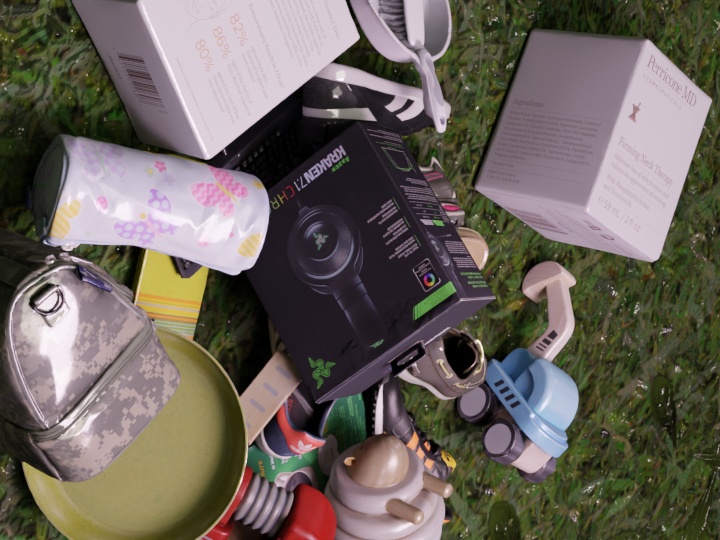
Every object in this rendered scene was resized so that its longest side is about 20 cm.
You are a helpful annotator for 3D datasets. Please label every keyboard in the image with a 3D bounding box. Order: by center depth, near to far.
[{"bbox_3d":[-0.118,-0.097,1.253,0.200,0.020,0.128,-48,134,-32],"label":"keyboard"}]

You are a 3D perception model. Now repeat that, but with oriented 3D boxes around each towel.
[{"bbox_3d":[-0.173,-0.002,1.245,0.086,0.018,0.203,11,92,-52],"label":"towel"}]

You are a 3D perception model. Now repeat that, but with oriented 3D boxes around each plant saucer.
[{"bbox_3d":[-0.194,0.147,1.176,0.031,0.197,0.203,26,81,-88],"label":"plant saucer"}]

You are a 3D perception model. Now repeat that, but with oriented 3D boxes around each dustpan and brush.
[{"bbox_3d":[0.050,-0.227,1.321,0.138,0.057,0.203,3,78,-46],"label":"dustpan and brush"}]

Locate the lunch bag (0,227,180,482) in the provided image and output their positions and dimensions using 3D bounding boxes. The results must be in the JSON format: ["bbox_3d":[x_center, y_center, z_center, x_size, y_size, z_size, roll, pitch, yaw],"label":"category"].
[{"bbox_3d":[-0.256,0.047,1.042,0.140,0.198,0.169,-48,132,-24],"label":"lunch bag"}]

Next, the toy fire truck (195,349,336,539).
[{"bbox_3d":[-0.090,0.197,1.238,0.174,0.129,0.201,28,119,-8],"label":"toy fire truck"}]

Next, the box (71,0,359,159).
[{"bbox_3d":[-0.120,-0.219,1.168,0.200,0.106,0.154,-42,127,-29],"label":"box"}]

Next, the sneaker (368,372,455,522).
[{"bbox_3d":[0.057,0.192,1.465,0.089,0.070,0.203,-6,115,-1],"label":"sneaker"}]

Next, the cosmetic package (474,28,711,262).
[{"bbox_3d":[0.263,-0.143,1.536,0.167,0.165,0.203,26,82,-45],"label":"cosmetic package"}]

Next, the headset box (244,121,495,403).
[{"bbox_3d":[0.000,0.000,1.230,0.202,0.173,0.092,61,22,13],"label":"headset box"}]

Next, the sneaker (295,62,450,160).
[{"bbox_3d":[0.006,-0.135,1.344,0.199,0.073,0.114,9,97,-48],"label":"sneaker"}]

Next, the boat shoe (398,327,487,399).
[{"bbox_3d":[0.100,0.099,1.487,0.201,0.060,0.073,22,62,-60],"label":"boat shoe"}]

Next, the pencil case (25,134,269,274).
[{"bbox_3d":[-0.175,-0.053,1.140,0.198,0.083,0.092,8,64,-30],"label":"pencil case"}]

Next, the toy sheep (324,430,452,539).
[{"bbox_3d":[0.026,0.248,1.371,0.137,0.137,0.203,-27,130,-37],"label":"toy sheep"}]

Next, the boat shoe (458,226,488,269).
[{"bbox_3d":[0.079,-0.002,1.461,0.198,0.064,0.073,-12,110,-45],"label":"boat shoe"}]

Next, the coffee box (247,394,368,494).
[{"bbox_3d":[-0.073,0.203,1.382,0.199,0.044,0.125,-29,120,-37],"label":"coffee box"}]

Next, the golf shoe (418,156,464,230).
[{"bbox_3d":[0.011,-0.071,1.382,0.198,0.077,0.089,-1,67,-34],"label":"golf shoe"}]

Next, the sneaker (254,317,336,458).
[{"bbox_3d":[-0.046,0.082,1.320,0.074,0.084,0.203,18,71,-38],"label":"sneaker"}]

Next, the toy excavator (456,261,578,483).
[{"bbox_3d":[0.208,0.115,1.590,0.200,0.195,0.100,-45,135,11],"label":"toy excavator"}]
